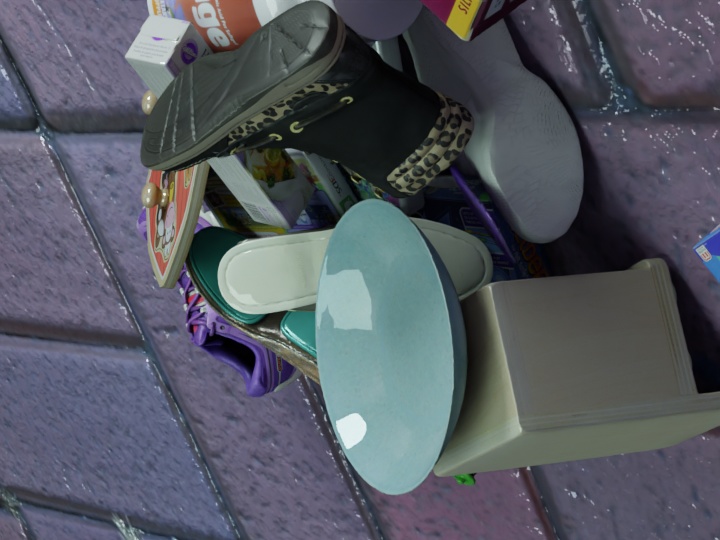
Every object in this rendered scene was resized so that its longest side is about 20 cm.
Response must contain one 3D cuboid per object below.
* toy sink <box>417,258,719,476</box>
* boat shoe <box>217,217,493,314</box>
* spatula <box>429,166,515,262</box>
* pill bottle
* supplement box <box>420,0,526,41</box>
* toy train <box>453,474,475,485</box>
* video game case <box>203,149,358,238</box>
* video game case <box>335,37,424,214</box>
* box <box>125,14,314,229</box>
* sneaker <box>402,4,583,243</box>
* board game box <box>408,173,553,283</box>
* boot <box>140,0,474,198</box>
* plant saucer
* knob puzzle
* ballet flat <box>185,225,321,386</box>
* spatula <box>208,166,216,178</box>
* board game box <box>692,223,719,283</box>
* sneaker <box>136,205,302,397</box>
[{"bbox_3d":[0.153,0.064,1.517,0.130,0.199,0.113,-36,62,60],"label":"toy sink"},{"bbox_3d":[0.000,-0.003,1.598,0.201,0.060,0.073,-3,94,12],"label":"boat shoe"},{"bbox_3d":[0.038,-0.070,1.521,0.200,0.021,0.057,36,166,37],"label":"spatula"},{"bbox_3d":[-0.049,-0.192,1.491,0.200,0.112,0.113,2,123,52],"label":"pill bottle"},{"bbox_3d":[0.044,-0.265,1.358,0.200,0.103,0.131,44,148,15],"label":"supplement box"},{"bbox_3d":[0.073,0.108,1.715,0.056,0.042,0.200,27,155,18],"label":"toy train"},{"bbox_3d":[-0.044,-0.023,1.712,0.200,0.022,0.182,2,128,58],"label":"video game case"},{"bbox_3d":[-0.033,-0.151,1.620,0.182,0.024,0.201,19,127,46],"label":"video game case"},{"bbox_3d":[-0.096,-0.101,1.550,0.041,0.039,0.200,13,154,36],"label":"box"},{"bbox_3d":[0.083,-0.110,1.505,0.201,0.075,0.088,65,154,-2],"label":"sneaker"},{"bbox_3d":[0.061,-0.008,1.658,0.200,0.034,0.136,8,127,49],"label":"board game box"},{"bbox_3d":[-0.037,-0.094,1.453,0.150,0.073,0.200,26,140,-34],"label":"boot"},{"bbox_3d":[0.029,0.050,1.498,0.201,0.039,0.202,17,110,61],"label":"plant saucer"},{"bbox_3d":[-0.151,-0.086,1.717,0.220,0.030,0.221,-172,90,-73],"label":"knob puzzle"},{"bbox_3d":[-0.062,0.042,1.732,0.200,0.068,0.067,39,161,24],"label":"ballet flat"},{"bbox_3d":[-0.081,-0.112,1.626,0.021,0.056,0.200,59,142,12],"label":"spatula"},{"bbox_3d":[0.316,0.027,1.352,0.200,0.045,0.152,50,149,2],"label":"board game box"},{"bbox_3d":[-0.127,0.022,1.889,0.200,0.083,0.081,49,148,8],"label":"sneaker"}]
